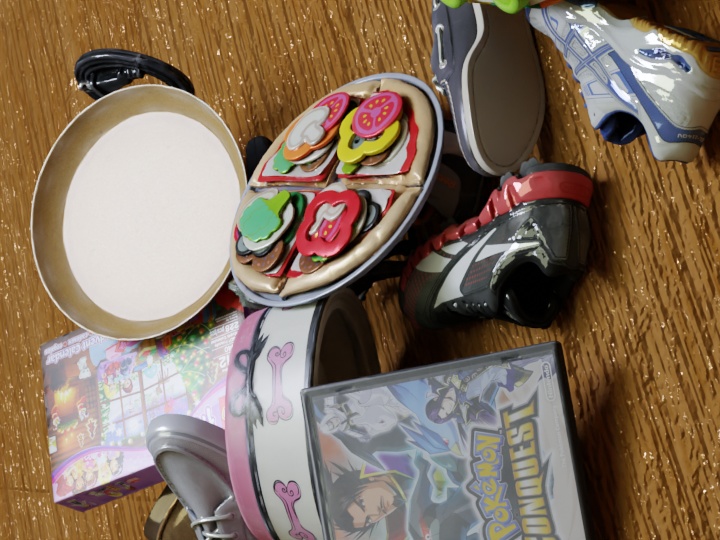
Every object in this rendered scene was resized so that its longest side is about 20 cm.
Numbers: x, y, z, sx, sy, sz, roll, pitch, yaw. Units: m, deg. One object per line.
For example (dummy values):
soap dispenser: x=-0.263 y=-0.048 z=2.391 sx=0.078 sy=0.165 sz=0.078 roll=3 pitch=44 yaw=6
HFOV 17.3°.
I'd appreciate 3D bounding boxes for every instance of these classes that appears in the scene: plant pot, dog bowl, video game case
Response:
plant pot: x=-0.168 y=-0.044 z=1.839 sx=0.199 sy=0.027 sz=0.202 roll=-5 pitch=79 yaw=26
dog bowl: x=-0.040 y=0.112 z=1.712 sx=0.073 sy=0.200 sz=0.202 roll=-3 pitch=78 yaw=15
video game case: x=0.062 y=0.162 z=1.567 sx=0.179 sy=0.025 sz=0.202 roll=-11 pitch=84 yaw=14

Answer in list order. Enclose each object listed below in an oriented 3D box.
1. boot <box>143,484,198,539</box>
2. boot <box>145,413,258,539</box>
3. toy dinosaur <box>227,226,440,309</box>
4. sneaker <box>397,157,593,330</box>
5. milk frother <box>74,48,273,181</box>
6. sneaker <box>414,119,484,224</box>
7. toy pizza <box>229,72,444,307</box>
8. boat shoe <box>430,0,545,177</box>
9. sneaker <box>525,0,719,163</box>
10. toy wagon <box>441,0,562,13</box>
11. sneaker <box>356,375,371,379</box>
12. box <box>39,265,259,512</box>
boot: x=-0.092 y=0.147 z=1.866 sx=0.075 sy=0.073 sz=0.201 roll=33 pitch=104 yaw=23
boot: x=-0.094 y=0.198 z=1.767 sx=0.073 sy=0.200 sz=0.096 roll=-22 pitch=37 yaw=38
toy dinosaur: x=0.000 y=0.000 z=1.766 sx=0.199 sy=0.088 sz=0.048 roll=-17 pitch=89 yaw=28
sneaker: x=0.092 y=0.006 z=1.643 sx=0.200 sy=0.070 sz=0.099 roll=-38 pitch=51 yaw=46
milk frother: x=-0.172 y=-0.054 z=1.928 sx=0.180 sy=0.199 sz=0.189 roll=-38 pitch=39 yaw=33
sneaker: x=0.024 y=-0.078 z=1.769 sx=0.200 sy=0.073 sz=0.080 roll=13 pitch=100 yaw=57
toy pizza: x=-0.024 y=-0.064 z=1.700 sx=0.199 sy=0.032 sz=0.201 roll=-28 pitch=41 yaw=28
boat shoe: x=0.084 y=-0.147 z=1.687 sx=0.063 sy=0.072 sz=0.201 roll=-32 pitch=50 yaw=44
sneaker: x=0.162 y=-0.133 z=1.560 sx=0.200 sy=0.075 sz=0.089 roll=38 pitch=115 yaw=54
toy wagon: x=0.119 y=-0.228 z=1.598 sx=0.200 sy=0.155 sz=0.040 roll=15 pitch=138 yaw=58
sneaker: x=0.064 y=0.119 z=1.650 sx=0.200 sy=0.087 sz=0.075 roll=18 pitch=96 yaw=56
box: x=-0.157 y=0.092 z=1.841 sx=0.199 sy=0.039 sz=0.138 roll=-22 pitch=62 yaw=25
